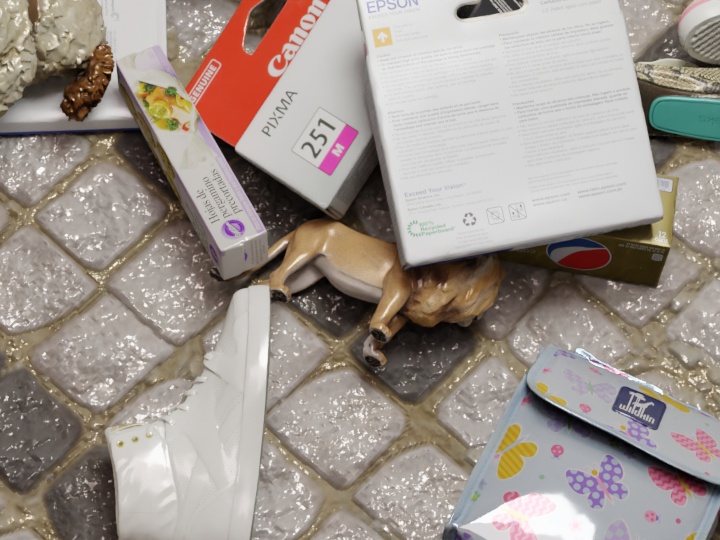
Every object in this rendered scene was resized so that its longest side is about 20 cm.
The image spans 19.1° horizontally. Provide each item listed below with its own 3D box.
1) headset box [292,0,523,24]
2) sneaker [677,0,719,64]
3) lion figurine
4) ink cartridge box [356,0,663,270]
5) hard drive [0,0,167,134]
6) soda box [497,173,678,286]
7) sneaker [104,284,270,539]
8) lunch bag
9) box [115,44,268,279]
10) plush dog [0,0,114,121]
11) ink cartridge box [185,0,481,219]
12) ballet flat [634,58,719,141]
[{"bbox_3d":[0.050,-0.190,1.689,0.200,0.075,0.149,-34,68,-18],"label":"headset box"},{"bbox_3d":[0.317,-0.231,1.711,0.199,0.075,0.105,-14,62,-29],"label":"sneaker"},{"bbox_3d":[0.000,0.000,1.592,0.199,0.073,0.123,23,57,14],"label":"lion figurine"},{"bbox_3d":[0.106,-0.115,1.556,0.195,0.043,0.201,-10,84,-9],"label":"ink cartridge box"},{"bbox_3d":[-0.252,-0.169,1.694,0.199,0.025,0.133,-2,63,-4],"label":"hard drive"},{"bbox_3d":[0.135,-0.045,1.621,0.199,0.068,0.064,10,63,3],"label":"soda box"},{"bbox_3d":[-0.123,0.102,1.520,0.115,0.074,0.201,6,74,1],"label":"sneaker"},{"bbox_3d":[0.163,0.155,1.488,0.169,0.127,0.200,28,58,10],"label":"lunch bag"},{"bbox_3d":[-0.128,-0.084,1.606,0.039,0.042,0.200,-23,60,-14],"label":"box"},{"bbox_3d":[-0.274,-0.190,1.623,0.171,0.161,0.201,-12,63,-39],"label":"plush dog"},{"bbox_3d":[-0.032,-0.167,1.618,0.173,0.044,0.201,33,90,21],"label":"ink cartridge box"},{"bbox_3d":[0.217,-0.139,1.683,0.199,0.068,0.076,3,41,-7],"label":"ballet flat"}]
